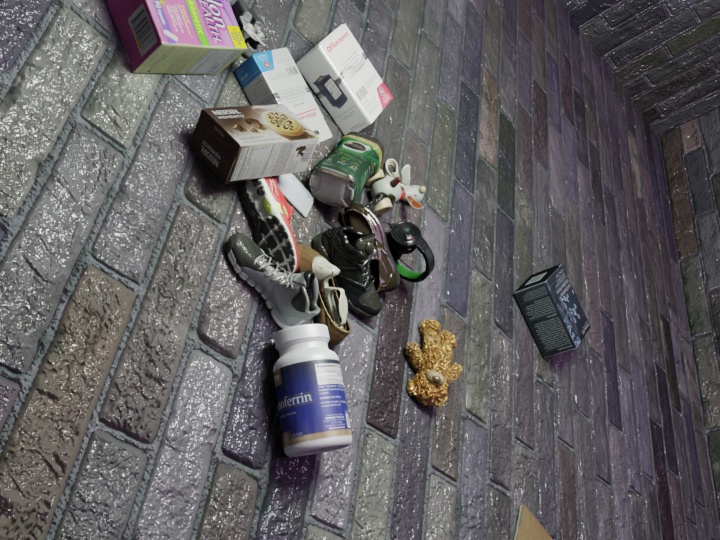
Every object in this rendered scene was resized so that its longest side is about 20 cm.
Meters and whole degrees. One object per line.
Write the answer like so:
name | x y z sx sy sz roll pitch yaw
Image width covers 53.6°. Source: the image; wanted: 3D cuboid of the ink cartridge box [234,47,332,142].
ink cartridge box | -0.151 -0.330 1.415 0.116 0.066 0.202 -34 97 -52

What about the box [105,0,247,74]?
box | -0.325 -0.447 1.247 0.199 0.096 0.178 -18 85 -53

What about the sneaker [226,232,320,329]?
sneaker | -0.135 0.004 1.223 0.201 0.115 0.075 54 40 -16

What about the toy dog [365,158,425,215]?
toy dog | 0.091 -0.189 1.605 0.133 0.096 0.200 60 38 -8

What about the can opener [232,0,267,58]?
can opener | -0.225 -0.465 1.375 0.053 0.067 0.201 35 16 -33

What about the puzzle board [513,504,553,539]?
puzzle board | 0.377 0.650 1.577 0.151 0.017 0.201 51 41 -21

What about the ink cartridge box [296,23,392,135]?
ink cartridge box | -0.033 -0.423 1.589 0.201 0.084 0.145 53 40 -18

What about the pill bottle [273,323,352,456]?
pill bottle | -0.084 0.198 1.184 0.115 0.115 0.203 9 64 -47

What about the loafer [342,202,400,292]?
loafer | 0.017 -0.044 1.461 0.071 0.072 0.202 -30 93 -50

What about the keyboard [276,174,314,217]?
keyboard | -0.163 -0.189 1.378 0.200 0.011 0.057 46 47 -24

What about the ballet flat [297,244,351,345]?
ballet flat | -0.063 0.037 1.326 0.067 0.072 0.203 -6 76 -51

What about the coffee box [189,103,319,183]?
coffee box | -0.186 -0.230 1.270 0.113 0.080 0.199 44 36 23

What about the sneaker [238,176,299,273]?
sneaker | -0.147 -0.090 1.293 0.084 0.076 0.203 -13 81 -57

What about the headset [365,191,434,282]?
headset | 0.083 -0.069 1.513 0.201 0.123 0.094 49 54 -8

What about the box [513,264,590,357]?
box | 0.529 0.111 1.962 0.148 0.106 0.202 -32 97 -52

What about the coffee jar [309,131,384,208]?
coffee jar | -0.023 -0.213 1.472 0.103 0.086 0.201 20 38 12

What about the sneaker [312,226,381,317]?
sneaker | 0.000 0.000 1.389 0.201 0.113 0.076 60 40 -11

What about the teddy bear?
teddy bear | 0.160 0.190 1.516 0.146 0.066 0.200 54 39 -11
